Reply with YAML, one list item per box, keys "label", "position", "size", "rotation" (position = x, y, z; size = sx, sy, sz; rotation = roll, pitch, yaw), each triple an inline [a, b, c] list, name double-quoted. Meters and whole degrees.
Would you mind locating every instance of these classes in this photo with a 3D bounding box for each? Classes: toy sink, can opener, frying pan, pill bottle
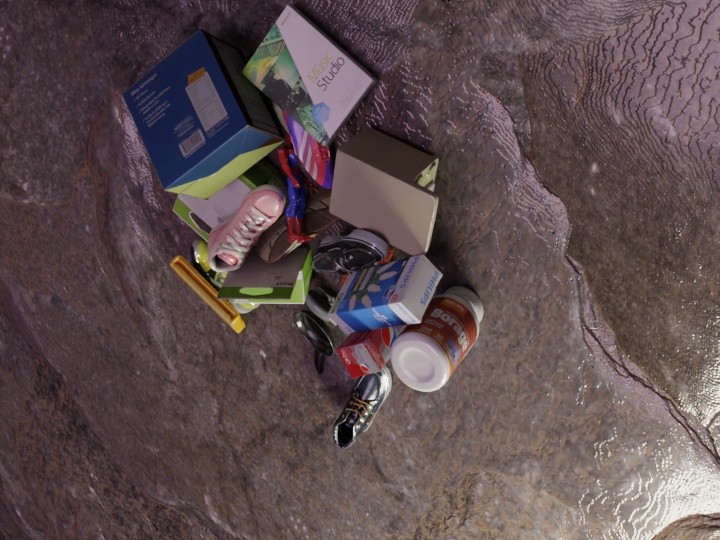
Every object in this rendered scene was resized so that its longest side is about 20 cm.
- label: "toy sink"
  position: [0.061, -0.135, 1.606]
  size: [0.198, 0.112, 0.132]
  rotation: [27, 132, 21]
- label: "can opener"
  position: [-0.026, 0.107, 1.842]
  size: [0.199, 0.067, 0.053]
  rotation: [35, 129, 5]
- label: "frying pan"
  position: [-0.077, 0.151, 1.894]
  size: [0.114, 0.031, 0.192]
  rotation: [21, 144, 47]
- label: "pill bottle"
  position: [0.140, 0.112, 1.641]
  size: [0.110, 0.200, 0.114]
  rotation: [15, 125, 23]

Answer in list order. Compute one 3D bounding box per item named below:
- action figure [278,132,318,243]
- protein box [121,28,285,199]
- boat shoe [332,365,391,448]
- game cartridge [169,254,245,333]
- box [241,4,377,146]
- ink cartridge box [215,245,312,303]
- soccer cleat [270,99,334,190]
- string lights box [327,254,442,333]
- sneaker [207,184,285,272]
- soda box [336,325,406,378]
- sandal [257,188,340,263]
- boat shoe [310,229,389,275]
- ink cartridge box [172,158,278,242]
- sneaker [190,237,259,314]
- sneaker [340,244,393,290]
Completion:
- label: "action figure"
  position: [-0.116, -0.155, 1.714]
  size: [0.051, 0.065, 0.204]
  rotation: [-13, 82, 26]
- label: "protein box"
  position: [-0.275, -0.269, 1.653]
  size: [0.197, 0.134, 0.202]
  rotation: [-33, 74, 19]
- label: "boat shoe"
  position: [0.002, 0.274, 1.898]
  size: [0.070, 0.091, 0.202]
  rotation: [29, 128, 15]
- label: "game cartridge"
  position: [-0.310, 0.052, 1.937]
  size: [0.176, 0.032, 0.200]
  rotation: [44, 172, 3]
- label: "box"
  position: [-0.088, -0.332, 1.606]
  size: [0.199, 0.036, 0.145]
  rotation: [41, 107, 6]
- label: "ink cartridge box"
  position: [-0.179, 0.031, 1.777]
  size: [0.145, 0.201, 0.077]
  rotation: [1, 120, 8]
- label: "soccer cleat"
  position: [-0.086, -0.239, 1.675]
  size: [0.072, 0.068, 0.202]
  rotation: [-19, 102, 35]
- label: "string lights box"
  position: [0.041, 0.043, 1.621]
  size: [0.059, 0.104, 0.198]
  rotation: [42, 148, -25]
- label: "sneaker"
  position: [-0.212, -0.067, 1.730]
  size: [0.075, 0.106, 0.199]
  rotation: [35, 126, -28]
- label: "soda box"
  position: [0.039, 0.108, 1.705]
  size: [0.069, 0.200, 0.064]
  rotation: [-18, 108, 38]
- label: "sandal"
  position: [-0.108, -0.084, 1.767]
  size: [0.199, 0.054, 0.081]
  rotation: [-37, 72, 17]
- label: "boat shoe"
  position: [-0.020, -0.021, 1.663]
  size: [0.072, 0.072, 0.199]
  rotation: [40, 158, -21]
- label: "ink cartridge box"
  position: [-0.267, -0.153, 1.826]
  size: [0.147, 0.076, 0.201]
  rotation: [40, 132, 6]
- label: "sneaker"
  position: [-0.266, 0.001, 1.917]
  size: [0.076, 0.076, 0.200]
  rotation: [-21, 127, 29]
- label: "sneaker"
  position: [0.000, 0.000, 1.768]
  size: [0.077, 0.072, 0.201]
  rotation: [51, 131, 26]
